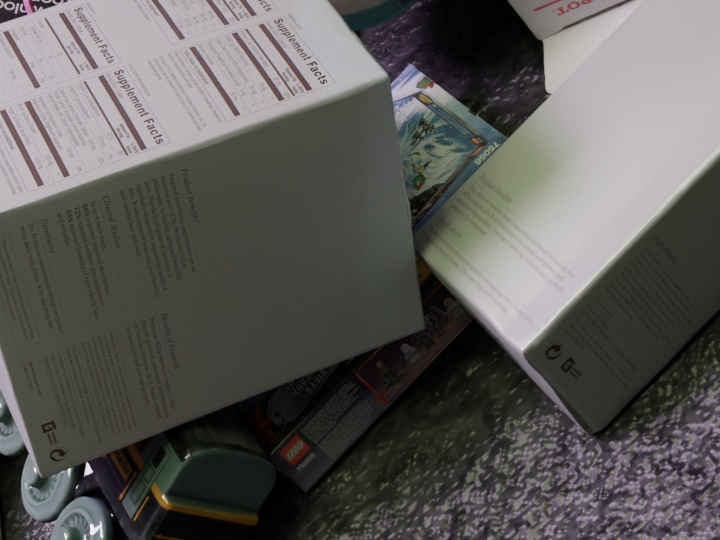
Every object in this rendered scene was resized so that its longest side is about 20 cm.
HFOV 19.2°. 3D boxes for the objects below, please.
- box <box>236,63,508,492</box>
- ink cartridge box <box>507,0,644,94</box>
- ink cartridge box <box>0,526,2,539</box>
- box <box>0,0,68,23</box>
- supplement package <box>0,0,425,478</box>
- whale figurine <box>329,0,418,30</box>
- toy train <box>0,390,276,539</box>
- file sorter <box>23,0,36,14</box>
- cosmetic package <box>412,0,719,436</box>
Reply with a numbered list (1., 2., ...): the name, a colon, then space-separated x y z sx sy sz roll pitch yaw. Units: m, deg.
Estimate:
1. box: 0.000 0.000 1.098 0.200 0.040 0.137 -45 41 -1
2. ink cartridge box: 0.128 -0.203 1.137 0.116 0.068 0.201 -22 47 24
3. ink cartridge box: -0.264 0.135 1.177 0.116 0.067 0.201 -31 44 14
4. box: -0.246 -0.208 1.402 0.142 0.036 0.201 7 56 -2
5. supplement package: -0.095 -0.035 1.006 0.199 0.152 0.151 -21 40 -13
6. whale figurine: 0.015 -0.215 1.140 0.159 0.104 0.200 39 81 21
7. toy train: -0.118 0.083 1.074 0.114 0.085 0.200 -56 42 18
8. file sorter: -0.117 -0.181 1.268 0.199 0.125 0.140 -15 50 28
9. cosmetic package: 0.134 -0.038 0.995 0.200 0.081 0.113 -43 42 0
